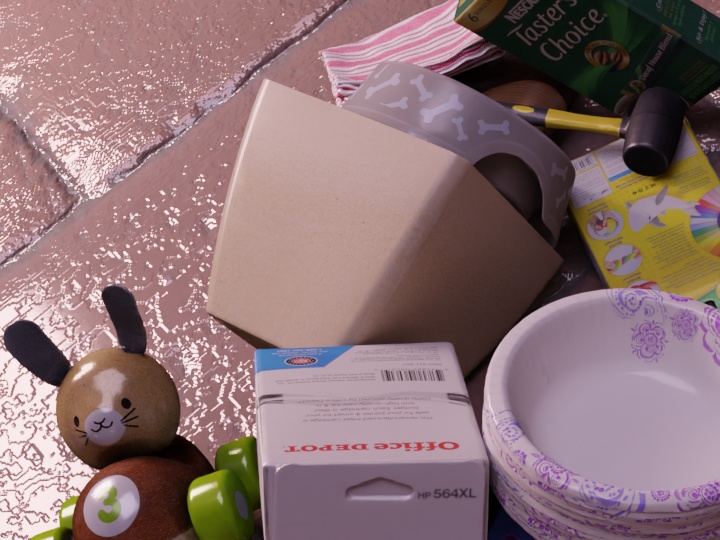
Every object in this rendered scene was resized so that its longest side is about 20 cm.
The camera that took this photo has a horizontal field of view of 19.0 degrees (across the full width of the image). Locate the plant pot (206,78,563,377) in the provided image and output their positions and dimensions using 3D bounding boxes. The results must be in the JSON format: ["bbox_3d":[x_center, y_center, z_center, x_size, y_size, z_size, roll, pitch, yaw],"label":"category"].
[{"bbox_3d":[0.000,0.000,1.629,0.199,0.200,0.178,25,81,35],"label":"plant pot"}]

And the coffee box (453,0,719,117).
[{"bbox_3d":[0.185,-0.189,1.679,0.123,0.199,0.044,-38,28,54],"label":"coffee box"}]

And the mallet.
[{"bbox_3d":[0.157,-0.126,1.687,0.199,0.041,0.066,15,56,23],"label":"mallet"}]

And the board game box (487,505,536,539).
[{"bbox_3d":[0.160,0.245,1.413,0.199,0.045,0.135,25,83,25],"label":"board game box"}]

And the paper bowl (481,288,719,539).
[{"bbox_3d":[0.178,0.113,1.397,0.199,0.105,0.202,-1,42,1],"label":"paper bowl"}]

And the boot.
[{"bbox_3d":[0.095,-0.156,1.808,0.199,0.073,0.167,7,42,31],"label":"boot"}]

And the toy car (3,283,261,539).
[{"bbox_3d":[-0.178,0.116,1.572,0.163,0.201,0.158,-20,9,14],"label":"toy car"}]

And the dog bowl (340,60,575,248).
[{"bbox_3d":[0.076,-0.090,1.644,0.199,0.200,0.059,25,81,35],"label":"dog bowl"}]

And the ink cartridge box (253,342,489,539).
[{"bbox_3d":[0.003,0.123,1.443,0.145,0.085,0.200,-1,20,-3],"label":"ink cartridge box"}]

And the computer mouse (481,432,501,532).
[{"bbox_3d":[0.129,0.120,1.536,0.140,0.046,0.201,-31,21,55],"label":"computer mouse"}]

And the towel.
[{"bbox_3d":[0.039,-0.187,1.804,0.145,0.030,0.200,-21,19,1],"label":"towel"}]

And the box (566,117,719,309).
[{"bbox_3d":[0.234,-0.021,1.642,0.117,0.049,0.201,-23,46,3],"label":"box"}]
